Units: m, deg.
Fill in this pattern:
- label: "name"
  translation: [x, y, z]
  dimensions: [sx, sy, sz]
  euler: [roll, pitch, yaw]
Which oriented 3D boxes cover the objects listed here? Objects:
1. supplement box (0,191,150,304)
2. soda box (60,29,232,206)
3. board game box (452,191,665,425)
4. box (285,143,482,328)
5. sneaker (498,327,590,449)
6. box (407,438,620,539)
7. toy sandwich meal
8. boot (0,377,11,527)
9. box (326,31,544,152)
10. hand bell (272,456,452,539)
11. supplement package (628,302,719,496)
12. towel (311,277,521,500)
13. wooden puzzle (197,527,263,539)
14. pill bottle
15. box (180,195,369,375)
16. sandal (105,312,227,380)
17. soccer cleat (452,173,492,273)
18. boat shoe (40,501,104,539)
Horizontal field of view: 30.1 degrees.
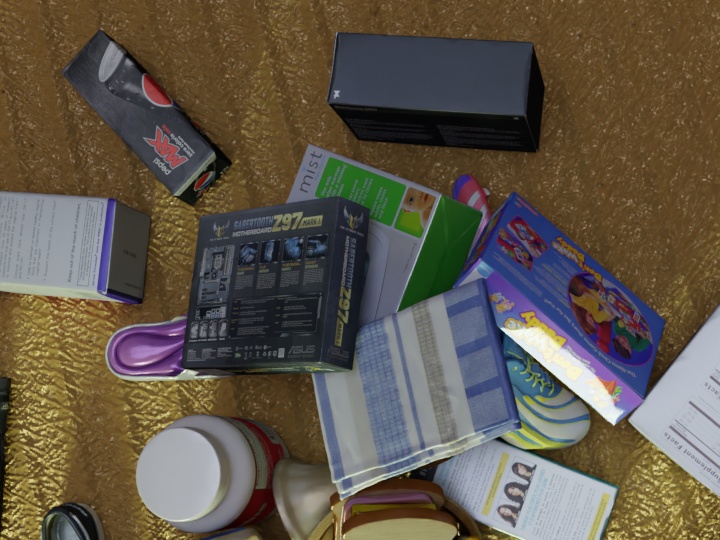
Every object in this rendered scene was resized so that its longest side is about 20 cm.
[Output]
- label: "supplement box"
  translation: [-0.340, -0.025, 1.446]
  dimensions: [0.197, 0.101, 0.105]
  euler: [3, 83, 13]
- label: "soda box"
  translation: [-0.234, -0.167, 1.459]
  dimensions: [0.071, 0.063, 0.200]
  euler: [-45, 76, 4]
- label: "board game box"
  translation: [0.192, 0.033, 1.266]
  dimensions: [0.199, 0.135, 0.045]
  euler: [40, 127, -4]
- label: "box"
  translation: [0.000, 0.000, 1.338]
  dimensions: [0.175, 0.096, 0.203]
  euler: [24, 93, 33]
- label: "sneaker"
  translation: [0.148, 0.109, 1.278]
  dimensions: [0.197, 0.105, 0.077]
  euler: [17, 53, -15]
- label: "box"
  translation: [0.150, 0.216, 1.324]
  dimensions: [0.197, 0.049, 0.083]
  euler: [21, 88, 15]
- label: "toy sandwich meal"
  translation: [0.034, 0.289, 1.283]
  dimensions: [0.202, 0.071, 0.208]
  euler: [-3, 117, -6]
- label: "boot"
  translation: [-0.465, 0.216, 1.467]
  dimensions: [0.162, 0.066, 0.204]
  euler: [2, 87, 15]
- label: "box"
  translation: [0.080, -0.178, 1.347]
  dimensions: [0.197, 0.141, 0.080]
  euler: [5, 84, 13]
- label: "hand bell"
  translation: [0.023, 0.196, 1.311]
  dimensions: [0.198, 0.104, 0.105]
  euler: [-27, 77, 19]
- label: "supplement package"
  translation: [0.355, 0.099, 1.259]
  dimensions: [0.109, 0.114, 0.201]
  euler: [39, 92, 13]
- label: "towel"
  translation: [0.046, 0.108, 1.215]
  dimensions: [0.198, 0.024, 0.149]
  euler: [-25, 65, 25]
- label: "wooden puzzle"
  translation: [-0.157, 0.310, 1.319]
  dimensions: [0.183, 0.201, 0.047]
  euler: [-17, 52, 10]
- label: "pill bottle"
  translation: [-0.145, 0.200, 1.318]
  dimensions: [0.110, 0.200, 0.114]
  euler: [-2, 82, 13]
- label: "box"
  translation: [-0.085, 0.019, 1.290]
  dimensions: [0.198, 0.051, 0.160]
  euler: [-6, 73, 41]
- label: "sandal"
  translation: [-0.181, 0.079, 1.420]
  dimensions: [0.200, 0.050, 0.084]
  euler: [-16, 79, 11]
- label: "soccer cleat"
  translation: [0.110, 0.004, 1.352]
  dimensions: [0.075, 0.067, 0.203]
  euler: [-11, 85, -4]
- label: "boat shoe"
  translation: [-0.289, 0.344, 1.405]
  dimensions: [0.075, 0.060, 0.202]
  euler: [-27, 77, 8]
